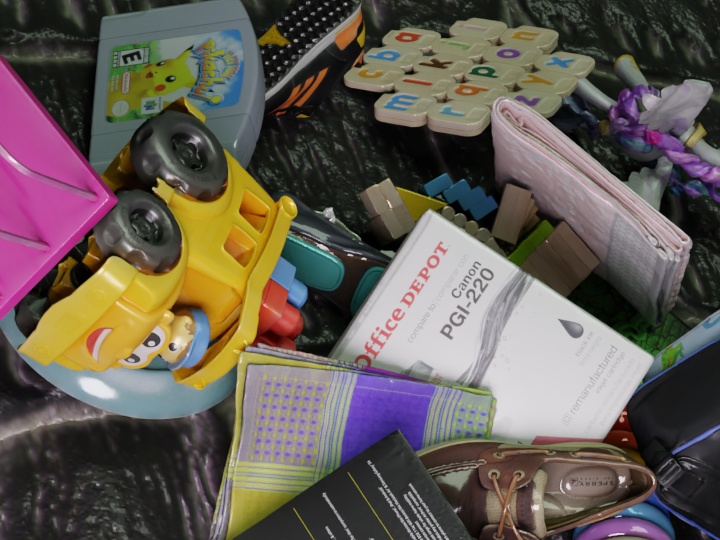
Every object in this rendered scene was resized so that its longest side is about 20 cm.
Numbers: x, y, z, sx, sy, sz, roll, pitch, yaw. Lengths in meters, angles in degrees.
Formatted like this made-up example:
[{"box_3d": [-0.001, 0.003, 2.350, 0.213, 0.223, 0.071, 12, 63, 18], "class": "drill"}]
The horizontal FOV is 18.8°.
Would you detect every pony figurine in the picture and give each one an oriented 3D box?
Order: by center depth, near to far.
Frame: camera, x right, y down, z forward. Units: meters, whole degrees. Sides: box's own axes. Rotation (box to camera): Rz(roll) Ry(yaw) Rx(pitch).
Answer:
[{"box_3d": [0.255, -0.117, 1.906, 0.200, 0.167, 0.193, 38, 29, 32], "class": "pony figurine"}]

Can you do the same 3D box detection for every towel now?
[{"box_3d": [-0.003, 0.136, 1.484, 0.199, 0.023, 0.144, 12, 85, -22], "class": "towel"}, {"box_3d": [0.180, -0.045, 1.745, 0.191, 0.200, 0.032, 41, 80, 15], "class": "towel"}]

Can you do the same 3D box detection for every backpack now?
[{"box_3d": [0.315, 0.116, 1.587, 0.200, 0.183, 0.147, 38, 27, -31], "class": "backpack"}]

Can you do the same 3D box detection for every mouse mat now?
[{"box_3d": [0.206, 0.068, 1.772, 0.161, 0.008, 0.200, 41, 41, 12], "class": "mouse mat"}]

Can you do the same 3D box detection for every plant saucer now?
[{"box_3d": [-0.168, 0.021, 1.564, 0.200, 0.027, 0.200, 18, 41, -17], "class": "plant saucer"}]

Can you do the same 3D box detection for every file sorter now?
[{"box_3d": [-0.289, -0.034, 1.378, 0.139, 0.200, 0.125, 49, 10, 21], "class": "file sorter"}]

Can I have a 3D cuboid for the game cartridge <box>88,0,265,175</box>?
[{"box_3d": [-0.141, -0.140, 1.694, 0.133, 0.041, 0.200, -6, 44, 2], "class": "game cartridge"}]

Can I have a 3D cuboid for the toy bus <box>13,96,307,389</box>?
[{"box_3d": [-0.120, 0.012, 1.498, 0.192, 0.136, 0.200, 39, 38, -16], "class": "toy bus"}]

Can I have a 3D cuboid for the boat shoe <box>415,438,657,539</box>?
[{"box_3d": [0.107, 0.152, 1.477, 0.199, 0.072, 0.072, -2, 91, -18], "class": "boat shoe"}]

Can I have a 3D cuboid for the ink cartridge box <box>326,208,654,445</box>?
[{"box_3d": [0.091, 0.069, 1.578, 0.200, 0.146, 0.085, 33, -5, 4], "class": "ink cartridge box"}]

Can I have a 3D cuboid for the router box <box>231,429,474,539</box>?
[{"box_3d": [0.018, 0.223, 1.388, 0.149, 0.051, 0.200, -33, 64, -4], "class": "router box"}]

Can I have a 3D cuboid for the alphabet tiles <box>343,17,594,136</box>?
[{"box_3d": [0.094, -0.169, 1.878, 0.195, 0.015, 0.200, 11, 34, 23], "class": "alphabet tiles"}]

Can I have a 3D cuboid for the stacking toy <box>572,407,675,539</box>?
[{"box_3d": [0.191, 0.165, 1.605, 0.085, 0.085, 0.200, 20, 37, -13], "class": "stacking toy"}]

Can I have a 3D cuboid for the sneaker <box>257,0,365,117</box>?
[{"box_3d": [-0.066, -0.147, 1.774, 0.070, 0.090, 0.200, 28, 58, 36], "class": "sneaker"}]

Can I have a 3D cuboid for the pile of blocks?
[{"box_3d": [0.091, -0.032, 1.751, 0.200, 0.062, 0.082, 24, 79, -11], "class": "pile of blocks"}]

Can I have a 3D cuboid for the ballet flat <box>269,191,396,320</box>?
[{"box_3d": [0.000, 0.000, 1.663, 0.200, 0.073, 0.073, 30, 39, 1], "class": "ballet flat"}]
